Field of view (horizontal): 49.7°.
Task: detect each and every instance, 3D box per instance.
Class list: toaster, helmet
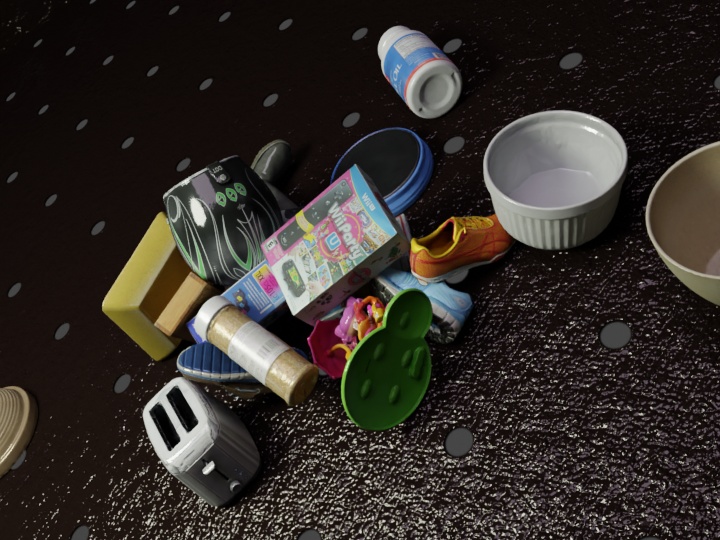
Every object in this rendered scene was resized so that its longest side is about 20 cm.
[{"bbox_3d":[-0.243,0.248,1.172,0.113,0.130,0.200,-41,43,-4],"label":"toaster"},{"bbox_3d":[-0.219,-0.072,1.291,0.198,0.193,0.200,-28,5,3],"label":"helmet"}]

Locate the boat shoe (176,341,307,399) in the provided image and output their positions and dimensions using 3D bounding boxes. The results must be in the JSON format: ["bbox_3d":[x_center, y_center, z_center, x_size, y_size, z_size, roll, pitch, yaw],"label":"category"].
[{"bbox_3d":[-0.180,0.161,1.186,0.196,0.073,0.073,5,40,-4],"label":"boat shoe"}]

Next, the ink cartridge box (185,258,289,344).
[{"bbox_3d":[-0.197,0.075,1.271,0.199,0.136,0.077,-37,84,2],"label":"ink cartridge box"}]

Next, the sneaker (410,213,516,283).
[{"bbox_3d":[0.162,-0.047,1.148,0.198,0.078,0.073,-26,43,-25],"label":"sneaker"}]

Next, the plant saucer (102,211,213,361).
[{"bbox_3d":[-0.336,0.036,1.364,0.048,0.201,0.202,13,63,26],"label":"plant saucer"}]

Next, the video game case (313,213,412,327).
[{"bbox_3d":[0.000,0.000,1.290,0.197,0.017,0.145,-25,46,15],"label":"video game case"}]

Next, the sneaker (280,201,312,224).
[{"bbox_3d":[-0.055,-0.071,1.320,0.113,0.077,0.199,-29,38,-26],"label":"sneaker"}]

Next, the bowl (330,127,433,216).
[{"bbox_3d":[0.033,-0.174,1.394,0.198,0.039,0.203,-19,47,21],"label":"bowl"}]

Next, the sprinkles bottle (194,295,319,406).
[{"bbox_3d":[-0.153,0.115,1.133,0.199,0.068,0.069,33,76,24],"label":"sprinkles bottle"}]

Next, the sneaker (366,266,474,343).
[{"bbox_3d":[0.088,0.036,1.175,0.198,0.079,0.090,29,55,36],"label":"sneaker"}]

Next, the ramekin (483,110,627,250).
[{"bbox_3d":[0.277,-0.123,1.114,0.196,0.106,0.203,-8,48,9],"label":"ramekin"}]

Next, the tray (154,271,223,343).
[{"bbox_3d":[-0.274,0.068,1.298,0.037,0.200,0.099,33,83,7],"label":"tray"}]

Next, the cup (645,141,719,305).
[{"bbox_3d":[0.453,-0.034,0.921,0.197,0.144,0.203,-18,48,20],"label":"cup"}]

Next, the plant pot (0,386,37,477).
[{"bbox_3d":[-0.722,0.301,1.480,0.198,0.093,0.204,-17,48,20],"label":"plant pot"}]

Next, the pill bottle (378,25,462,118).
[{"bbox_3d":[0.104,-0.380,1.462,0.111,0.113,0.201,-34,43,5],"label":"pill bottle"}]

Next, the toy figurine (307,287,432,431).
[{"bbox_3d":[-0.001,0.099,1.120,0.183,0.148,0.204,24,97,54],"label":"toy figurine"}]

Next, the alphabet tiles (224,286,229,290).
[{"bbox_3d":[-0.189,-0.024,1.445,0.165,0.006,0.201,-36,43,3],"label":"alphabet tiles"}]

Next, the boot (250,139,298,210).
[{"bbox_3d":[-0.159,-0.147,1.473,0.183,0.072,0.200,-53,36,1],"label":"boot"}]

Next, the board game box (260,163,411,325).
[{"bbox_3d":[-0.040,-0.038,1.179,0.199,0.064,0.149,-38,58,12],"label":"board game box"}]
